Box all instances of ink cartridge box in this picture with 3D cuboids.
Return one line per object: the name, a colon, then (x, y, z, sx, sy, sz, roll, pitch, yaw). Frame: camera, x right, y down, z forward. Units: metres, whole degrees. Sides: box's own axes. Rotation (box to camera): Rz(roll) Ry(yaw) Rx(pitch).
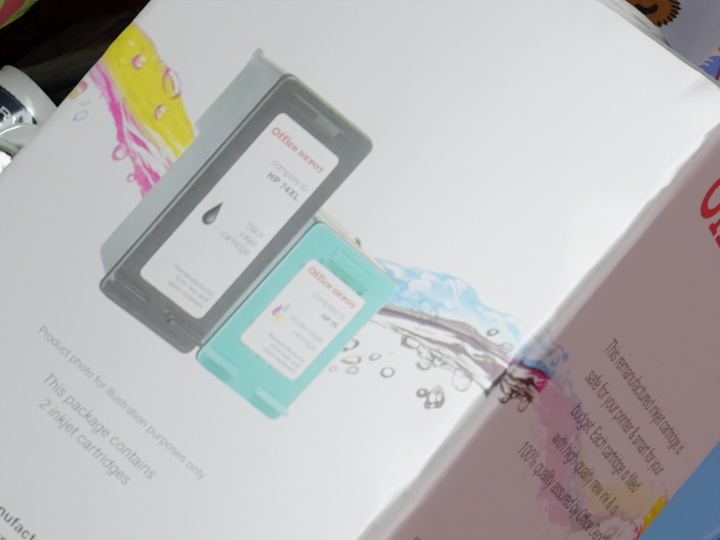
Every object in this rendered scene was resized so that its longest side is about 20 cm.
ink cartridge box: (-0.002, 0.019, 0.729, 0.200, 0.146, 0.147, -49, 154, -4)

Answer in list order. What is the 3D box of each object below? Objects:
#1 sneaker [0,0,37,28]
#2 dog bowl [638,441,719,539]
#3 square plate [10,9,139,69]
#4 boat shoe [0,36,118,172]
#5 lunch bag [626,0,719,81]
sneaker: (-0.128, -0.081, 0.769, 0.199, 0.078, 0.090, -22, 156, 7)
dog bowl: (0.075, 0.035, 0.895, 0.111, 0.050, 0.200, -29, 138, 4)
square plate: (-0.135, 0.014, 0.887, 0.200, 0.028, 0.198, -36, 156, -8)
boat shoe: (-0.100, -0.027, 0.766, 0.200, 0.073, 0.067, -28, 144, -39)
lunch bag: (0.095, -0.090, 0.836, 0.160, 0.076, 0.200, 12, 150, 0)
